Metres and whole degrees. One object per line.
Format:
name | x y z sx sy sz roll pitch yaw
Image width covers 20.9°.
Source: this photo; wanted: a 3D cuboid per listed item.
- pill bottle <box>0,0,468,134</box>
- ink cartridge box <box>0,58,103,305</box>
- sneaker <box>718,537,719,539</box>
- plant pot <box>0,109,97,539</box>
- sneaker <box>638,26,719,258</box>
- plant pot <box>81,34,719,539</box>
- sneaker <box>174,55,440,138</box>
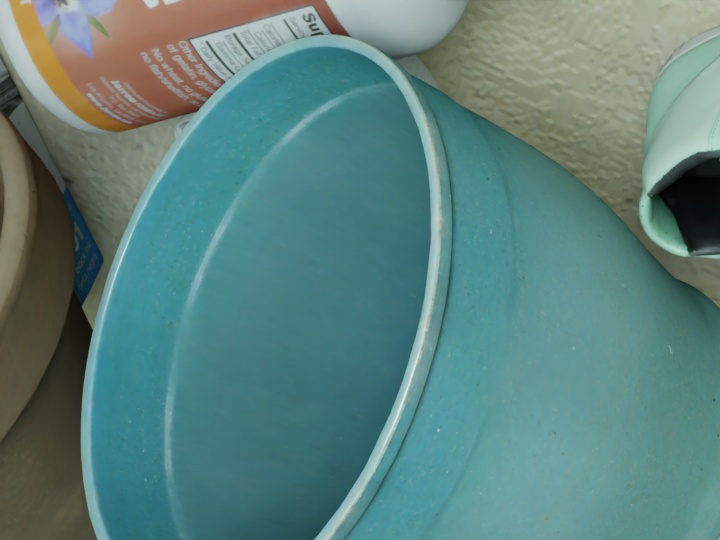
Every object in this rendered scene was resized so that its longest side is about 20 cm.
pill bottle | -0.030 -0.124 0.718 0.199 0.112 0.112 -12 123 26
ink cartridge box | -0.225 -0.049 0.863 0.146 0.086 0.201 -7 124 23
sneaker | 0.110 0.093 0.857 0.077 0.140 0.201 -15 111 -22
plant pot | -0.175 0.053 0.768 0.199 0.201 0.175 -6 143 23
sneaker | 0.186 -0.066 0.686 0.200 0.118 0.074 -30 112 34
plant pot | 0.031 0.042 0.701 0.187 0.201 0.200 20 138 -35
sneaker | 0.000 0.000 0.836 0.114 0.075 0.201 -10 119 27
